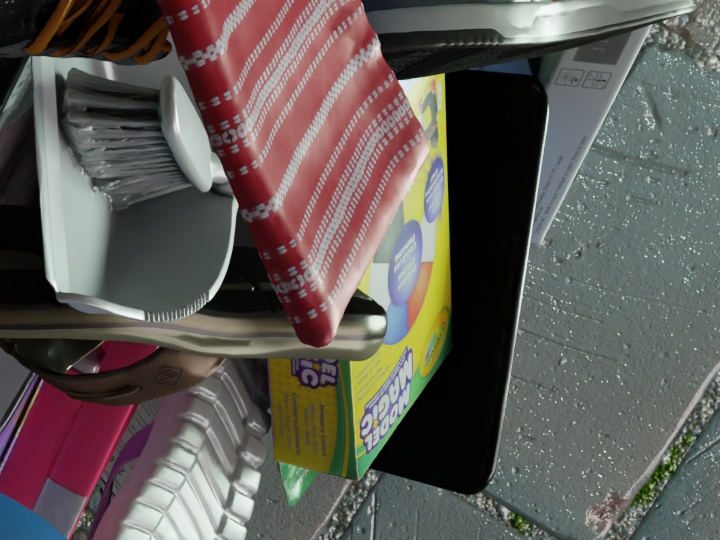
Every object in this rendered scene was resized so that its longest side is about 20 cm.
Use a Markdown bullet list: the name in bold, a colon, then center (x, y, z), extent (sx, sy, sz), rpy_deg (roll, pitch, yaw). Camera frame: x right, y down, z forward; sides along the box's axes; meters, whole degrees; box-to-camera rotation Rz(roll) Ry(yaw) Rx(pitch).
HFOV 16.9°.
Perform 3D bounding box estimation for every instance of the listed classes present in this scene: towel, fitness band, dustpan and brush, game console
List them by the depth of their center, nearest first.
- **towel**: center (-0.031, -0.094, 0.682), extent (0.022, 0.201, 0.145), rpy_deg (-16, -163, 18)
- **dustpan and brush**: center (-0.062, -0.039, 0.855), extent (0.200, 0.057, 0.141), rpy_deg (57, 28, -75)
- **fitness band**: center (-0.108, 0.047, 1.008), extent (0.201, 0.037, 0.144), rpy_deg (-61, -177, 30)
- **game console**: center (0.042, 0.001, 1.229), extent (0.176, 0.116, 0.201), rpy_deg (3, 97, -76)

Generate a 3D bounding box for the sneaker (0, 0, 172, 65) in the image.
- **sneaker**: center (-0.079, -0.091, 0.676), extent (0.078, 0.077, 0.200), rpy_deg (-57, 179, 19)

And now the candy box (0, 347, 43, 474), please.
- **candy box**: center (-0.182, 0.074, 1.009), extent (0.168, 0.071, 0.200), rpy_deg (-60, 180, -9)

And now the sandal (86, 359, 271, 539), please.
- **sandal**: center (-0.085, 0.099, 1.047), extent (0.050, 0.083, 0.203), rpy_deg (-4, -132, 34)

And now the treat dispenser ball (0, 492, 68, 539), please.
- **treat dispenser ball**: center (-0.153, 0.156, 0.719), extent (0.202, 0.200, 0.201), rpy_deg (-59, -179, 1)

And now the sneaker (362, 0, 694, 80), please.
- **sneaker**: center (0.056, -0.151, 1.014), extent (0.199, 0.122, 0.083), rpy_deg (-15, 180, -43)

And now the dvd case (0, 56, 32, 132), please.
- **dvd case**: center (-0.089, -0.137, 0.926), extent (0.149, 0.016, 0.200), rpy_deg (-60, 180, 21)

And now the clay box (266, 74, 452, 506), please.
- **clay box**: center (0.000, 0.000, 1.078), extent (0.115, 0.047, 0.201), rpy_deg (-51, 145, -49)

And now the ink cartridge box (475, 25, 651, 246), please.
- **ink cartridge box**: center (0.092, -0.141, 1.219), extent (0.200, 0.043, 0.174), rpy_deg (113, -25, -48)

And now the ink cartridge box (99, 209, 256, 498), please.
- **ink cartridge box**: center (-0.101, 0.026, 1.213), extent (0.200, 0.137, 0.076), rpy_deg (-45, 169, 35)

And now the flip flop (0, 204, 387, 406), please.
- **flip flop**: center (-0.084, 0.021, 0.888), extent (0.081, 0.199, 0.058), rpy_deg (48, -55, 51)
